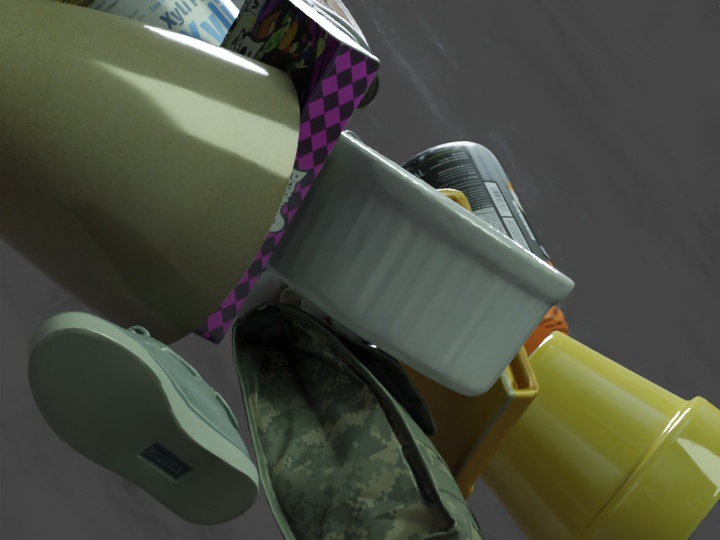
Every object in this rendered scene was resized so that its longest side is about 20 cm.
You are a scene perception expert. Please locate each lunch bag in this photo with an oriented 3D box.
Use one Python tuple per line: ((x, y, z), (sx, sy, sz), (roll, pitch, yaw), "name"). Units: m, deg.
((-0.005, 0.122, 1.400), (0.201, 0.117, 0.164), (62, 0, 27), "lunch bag")

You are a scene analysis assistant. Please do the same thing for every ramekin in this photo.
((0.028, -0.006, 1.415), (0.200, 0.098, 0.200), (33, 3, -2), "ramekin")

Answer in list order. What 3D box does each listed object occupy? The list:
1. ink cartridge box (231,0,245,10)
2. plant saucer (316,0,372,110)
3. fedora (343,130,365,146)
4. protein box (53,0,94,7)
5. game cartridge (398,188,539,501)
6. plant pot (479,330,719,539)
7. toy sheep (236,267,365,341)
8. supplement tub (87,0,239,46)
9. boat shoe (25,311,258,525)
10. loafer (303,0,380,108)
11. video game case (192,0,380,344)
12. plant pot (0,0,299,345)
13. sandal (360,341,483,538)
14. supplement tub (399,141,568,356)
((-0.165, -0.256, 1.713), (0.067, 0.116, 0.201), (22, 37, -60), "ink cartridge box")
((-0.044, -0.251, 2.229), (0.200, 0.032, 0.201), (48, 17, -20), "plant saucer")
((0.000, 0.000, 1.744), (0.200, 0.090, 0.177), (53, 16, -28), "fedora")
((-0.232, -0.253, 1.395), (0.201, 0.198, 0.135), (53, 18, -4), "protein box")
((0.052, 0.072, 1.578), (0.032, 0.201, 0.177), (-2, 54, -25), "game cartridge")
((0.191, 0.158, 1.820), (0.189, 0.201, 0.201), (40, 15, 7), "plant pot")
((-0.037, 0.000, 1.578), (0.138, 0.137, 0.202), (25, 47, -59), "toy sheep")
((-0.143, -0.151, 1.556), (0.200, 0.132, 0.132), (49, 17, -9), "supplement tub")
((-0.129, 0.074, 1.283), (0.201, 0.070, 0.072), (48, 16, -44), "boat shoe")
((-0.065, -0.219, 2.050), (0.200, 0.073, 0.071), (43, 24, -10), "loafer")
((-0.076, -0.075, 1.408), (0.036, 0.201, 0.181), (26, 10, -26), "video game case")
((-0.169, -0.081, 1.318), (0.199, 0.188, 0.188), (28, 27, -28), "plant pot")
((0.024, 0.147, 1.517), (0.201, 0.075, 0.045), (66, 24, -11), "sandal")
((0.104, -0.005, 1.993), (0.122, 0.122, 0.201), (31, 29, -54), "supplement tub")
